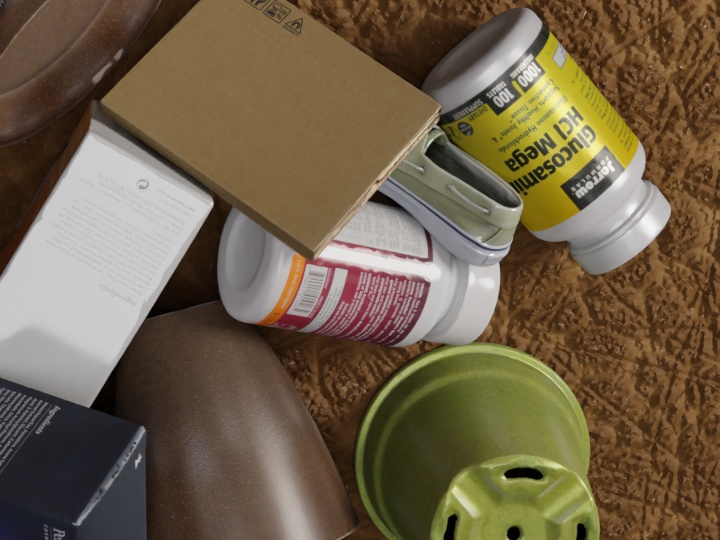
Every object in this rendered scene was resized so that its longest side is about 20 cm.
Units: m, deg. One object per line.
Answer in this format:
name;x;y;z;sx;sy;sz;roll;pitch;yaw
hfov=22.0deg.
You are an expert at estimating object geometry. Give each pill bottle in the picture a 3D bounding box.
pill bottle;0.148;-0.097;1.439;0.112;0.112;0.200;-41;105;4
pill bottle;0.000;0.000;1.426;0.200;0.110;0.110;11;103;-29

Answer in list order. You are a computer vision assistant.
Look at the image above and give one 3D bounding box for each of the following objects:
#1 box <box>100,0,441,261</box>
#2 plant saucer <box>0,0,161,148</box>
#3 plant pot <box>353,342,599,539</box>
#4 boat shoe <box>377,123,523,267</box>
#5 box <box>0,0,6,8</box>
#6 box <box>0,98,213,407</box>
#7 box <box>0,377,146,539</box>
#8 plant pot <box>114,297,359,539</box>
box;-0.066;-0.119;1.371;0.200;0.021;0.163;35;65;12
plant saucer;-0.218;-0.174;1.340;0.037;0.200;0.200;43;95;8
plant pot;0.105;0.176;1.464;0.200;0.184;0.200;-2;103;-7
boat shoe;0.045;-0.086;1.416;0.200;0.072;0.062;39;126;14
box;-0.293;-0.285;1.338;0.200;0.107;0.148;42;96;-14
box;-0.208;-0.009;1.393;0.106;0.152;0.200;31;98;-14
box;-0.260;0.164;1.317;0.200;0.104;0.148;16;132;15
plant pot;-0.117;0.127;1.439;0.187;0.187;0.200;-16;91;-3
